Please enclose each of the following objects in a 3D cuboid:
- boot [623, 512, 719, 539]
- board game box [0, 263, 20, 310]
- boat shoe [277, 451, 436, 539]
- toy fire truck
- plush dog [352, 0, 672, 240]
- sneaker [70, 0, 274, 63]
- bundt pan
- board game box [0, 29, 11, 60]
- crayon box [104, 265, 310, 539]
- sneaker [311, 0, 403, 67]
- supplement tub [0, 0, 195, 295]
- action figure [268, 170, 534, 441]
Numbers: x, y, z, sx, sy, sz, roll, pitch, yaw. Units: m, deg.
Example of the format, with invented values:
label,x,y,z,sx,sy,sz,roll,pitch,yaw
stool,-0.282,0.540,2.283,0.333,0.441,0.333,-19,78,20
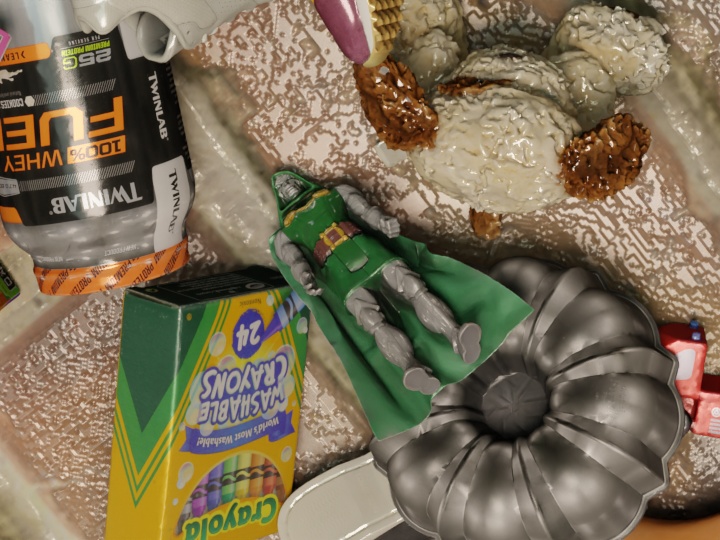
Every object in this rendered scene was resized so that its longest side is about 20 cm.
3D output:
label,x,y,z,sx,sy,sz,roll,pitch,yaw
boot,0.239,0.160,1.299,0.200,0.074,0.155,28,124,-15
board game box,-0.366,0.007,1.277,0.200,0.200,0.200,-33,97,12
boat shoe,0.046,0.139,1.339,0.200,0.060,0.074,-28,63,7
toy fire truck,0.275,0.044,1.300,0.200,0.049,0.141,10,103,4
plush dog,0.078,-0.083,1.228,0.200,0.172,0.161,10,104,3
sneaker,-0.097,-0.165,1.229,0.076,0.200,0.092,9,94,45
bundt pan,0.091,0.080,1.268,0.202,0.076,0.202,-5,73,16
board game box,-0.298,-0.075,1.138,0.147,0.064,0.200,30,64,-20
crayon box,-0.096,0.105,1.309,0.052,0.126,0.200,17,107,35
sneaker,-0.043,-0.201,1.148,0.090,0.075,0.200,-17,94,18
supplement tub,-0.171,-0.092,1.277,0.122,0.123,0.200,-10,101,8
action figure,0.000,0.000,1.266,0.118,0.200,0.055,-37,139,-7
